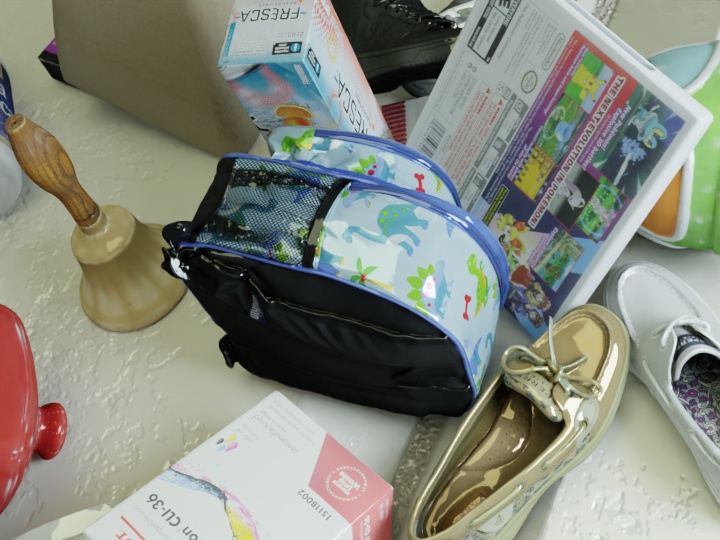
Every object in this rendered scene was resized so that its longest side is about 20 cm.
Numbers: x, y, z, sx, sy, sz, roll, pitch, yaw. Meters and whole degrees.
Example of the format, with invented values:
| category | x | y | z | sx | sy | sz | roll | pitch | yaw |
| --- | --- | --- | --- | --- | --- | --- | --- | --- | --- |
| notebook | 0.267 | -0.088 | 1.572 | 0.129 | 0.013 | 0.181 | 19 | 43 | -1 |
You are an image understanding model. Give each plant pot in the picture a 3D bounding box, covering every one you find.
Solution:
| category | x | y | z | sx | sy | sz | roll | pitch | yaw |
| --- | --- | --- | --- | --- | --- | --- | --- | --- | --- |
| plant pot | -0.149 | -0.252 | 0.871 | 0.198 | 0.178 | 0.201 | 26 | 69 | 13 |

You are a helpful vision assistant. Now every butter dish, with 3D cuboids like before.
| category | x | y | z | sx | sy | sz | roll | pitch | yaw |
| --- | --- | --- | --- | --- | --- | --- | --- | --- | --- |
| butter dish | -0.287 | 0.111 | 0.740 | 0.200 | 0.146 | 0.202 | -51 | 42 | 37 |

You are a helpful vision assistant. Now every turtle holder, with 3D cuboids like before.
| category | x | y | z | sx | sy | sz | roll | pitch | yaw |
| --- | --- | --- | --- | --- | --- | --- | --- | --- | --- |
| turtle holder | 0.233 | -0.102 | 0.705 | 0.130 | 0.141 | 0.187 | 11 | 63 | 25 |

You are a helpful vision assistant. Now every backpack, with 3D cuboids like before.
| category | x | y | z | sx | sy | sz | roll | pitch | yaw |
| --- | --- | --- | --- | --- | --- | --- | --- | --- | --- |
| backpack | 0.000 | 0.000 | 0.688 | 0.198 | 0.184 | 0.148 | 16 | 65 | 20 |

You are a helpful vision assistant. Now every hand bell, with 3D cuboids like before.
| category | x | y | z | sx | sy | sz | roll | pitch | yaw |
| --- | --- | --- | --- | --- | --- | --- | --- | --- | --- |
| hand bell | -0.213 | -0.047 | 0.774 | 0.103 | 0.201 | 0.105 | -8 | 56 | 13 |

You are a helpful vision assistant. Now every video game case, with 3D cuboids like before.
| category | x | y | z | sx | sy | sz | roll | pitch | yaw |
| --- | --- | --- | --- | --- | --- | --- | --- | --- | --- |
| video game case | 0.116 | -0.079 | 0.696 | 0.023 | 0.201 | 0.182 | -15 | 54 | -43 |

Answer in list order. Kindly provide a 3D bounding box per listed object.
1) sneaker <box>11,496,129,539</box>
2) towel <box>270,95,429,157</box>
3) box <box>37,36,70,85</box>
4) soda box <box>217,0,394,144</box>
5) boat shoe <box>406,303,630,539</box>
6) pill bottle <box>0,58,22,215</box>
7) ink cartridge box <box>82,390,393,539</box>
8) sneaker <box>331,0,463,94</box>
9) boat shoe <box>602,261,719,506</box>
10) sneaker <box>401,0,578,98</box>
| category | x | y | z | sx | sy | sz | roll | pitch | yaw |
| --- | --- | --- | --- | --- | --- | --- | --- | --- | --- |
| sneaker | -0.212 | 0.238 | 0.679 | 0.198 | 0.074 | 0.116 | -26 | 68 | -4 |
| towel | 0.021 | -0.072 | 0.827 | 0.197 | 0.023 | 0.146 | -9 | 58 | 14 |
| box | -0.203 | -0.253 | 1.006 | 0.142 | 0.036 | 0.201 | 23 | 69 | 27 |
| soda box | -0.030 | -0.114 | 0.735 | 0.063 | 0.200 | 0.069 | 0 | 62 | 20 |
| boat shoe | 0.103 | 0.102 | 0.646 | 0.073 | 0.063 | 0.201 | 28 | 79 | 34 |
| pill bottle | -0.379 | -0.148 | 0.946 | 0.110 | 0.111 | 0.201 | -23 | 55 | 2 |
| ink cartridge box | -0.087 | 0.178 | 0.631 | 0.116 | 0.068 | 0.199 | 33 | 52 | 31 |
| sneaker | 0.027 | -0.201 | 0.811 | 0.199 | 0.059 | 0.106 | -2 | 86 | 51 |
| boat shoe | 0.212 | 0.065 | 0.647 | 0.071 | 0.069 | 0.202 | -19 | 54 | 5 |
| sneaker | 0.115 | -0.218 | 0.872 | 0.199 | 0.075 | 0.085 | -35 | 22 | 5 |
